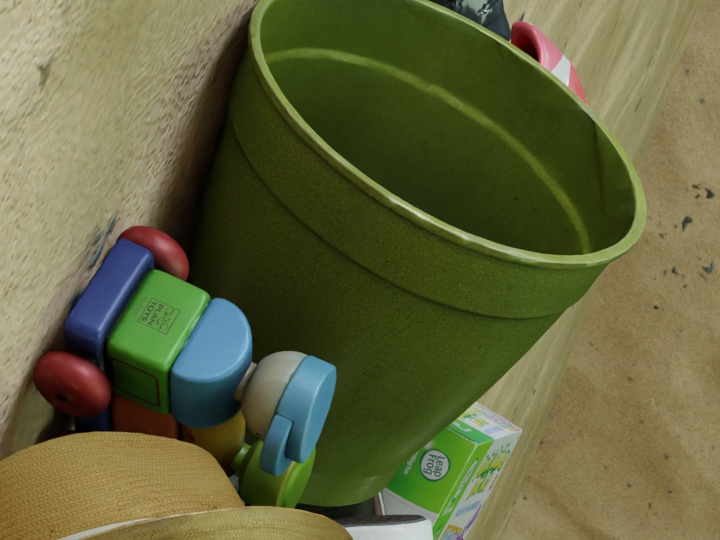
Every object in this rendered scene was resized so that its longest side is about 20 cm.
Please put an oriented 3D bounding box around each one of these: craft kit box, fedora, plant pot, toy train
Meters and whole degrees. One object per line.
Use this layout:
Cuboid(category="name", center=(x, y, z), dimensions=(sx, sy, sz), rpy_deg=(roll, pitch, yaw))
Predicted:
Cuboid(category="craft kit box", center=(0.017, 0.168, 1.160), dimensions=(0.199, 0.048, 0.200), rpy_deg=(-65, 169, 4))
Cuboid(category="fedora", center=(-0.105, 0.118, 0.808), dimensions=(0.201, 0.199, 0.082), rpy_deg=(90, -19, -59))
Cuboid(category="plant pot", center=(0.000, 0.000, 0.973), dimensions=(0.194, 0.200, 0.200), rpy_deg=(-59, 174, 31))
Cuboid(category="toy train", center=(-0.071, 0.076, 0.915), dimensions=(0.085, 0.115, 0.201), rpy_deg=(-59, 167, -30))

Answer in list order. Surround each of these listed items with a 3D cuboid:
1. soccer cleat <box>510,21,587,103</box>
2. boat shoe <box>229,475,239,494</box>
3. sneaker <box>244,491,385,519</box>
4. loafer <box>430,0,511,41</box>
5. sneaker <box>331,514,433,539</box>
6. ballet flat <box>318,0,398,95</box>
Cuboid(category="soccer cleat", center=(0.054, -0.051, 1.141), dimensions=(0.200, 0.066, 0.077), rpy_deg=(-48, 121, -25))
Cuboid(category="boat shoe", center=(-0.105, 0.145, 1.027), dimensions=(0.200, 0.074, 0.062), rpy_deg=(-66, 163, -59))
Cuboid(category="sneaker", center=(-0.038, 0.174, 1.009), dimensions=(0.115, 0.075, 0.202), rpy_deg=(6, 92, -80))
Cuboid(category="loafer", center=(0.056, -0.151, 1.183), dimensions=(0.068, 0.070, 0.202), rpy_deg=(-55, 164, -48))
Cuboid(category="sneaker", center=(-0.063, 0.156, 0.903), dimensions=(0.073, 0.198, 0.085), rpy_deg=(-3, 87, -70))
Cuboid(category="ballet flat", center=(0.006, -0.098, 1.071), dimensions=(0.068, 0.063, 0.200), rpy_deg=(-60, 168, -28))
